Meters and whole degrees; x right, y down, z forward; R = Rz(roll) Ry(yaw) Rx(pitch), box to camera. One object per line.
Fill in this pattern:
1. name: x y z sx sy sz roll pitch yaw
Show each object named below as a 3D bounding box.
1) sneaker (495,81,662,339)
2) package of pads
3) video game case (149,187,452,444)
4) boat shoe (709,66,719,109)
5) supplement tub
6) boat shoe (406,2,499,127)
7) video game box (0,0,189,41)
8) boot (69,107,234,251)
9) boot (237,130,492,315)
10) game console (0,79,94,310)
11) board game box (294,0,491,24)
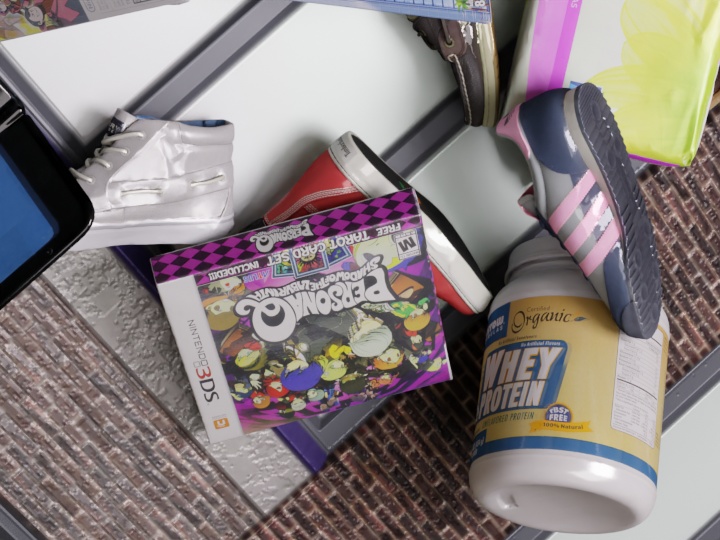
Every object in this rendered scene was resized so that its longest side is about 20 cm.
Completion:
1. sneaker: 0.162 -0.039 1.378 0.081 0.070 0.202 -10 110 30
2. package of pads: 0.199 -0.187 1.401 0.153 0.068 0.202 12 95 -2
3. video game case: -0.040 0.037 1.399 0.198 0.036 0.182 -14 135 -2
4. boat shoe: 0.215 -0.138 1.471 0.199 0.070 0.071 -36 123 -6
5. supplement tub: 0.164 0.089 1.455 0.144 0.144 0.202 22 63 -28
6. boat shoe: 0.065 -0.198 1.392 0.064 0.073 0.202 -9 116 3
7. video game box: -0.214 -0.250 1.200 0.181 0.047 0.201 -8 121 26
8. boot: -0.182 -0.069 1.339 0.198 0.073 0.097 -4 106 -31
9. boot: 0.000 0.000 1.444 0.144 0.073 0.200 -42 126 11
10. game console: -0.310 -0.049 1.250 0.200 0.116 0.176 -41 120 2
11. board game box: -0.017 -0.262 1.287 0.198 0.062 0.202 -6 116 4
